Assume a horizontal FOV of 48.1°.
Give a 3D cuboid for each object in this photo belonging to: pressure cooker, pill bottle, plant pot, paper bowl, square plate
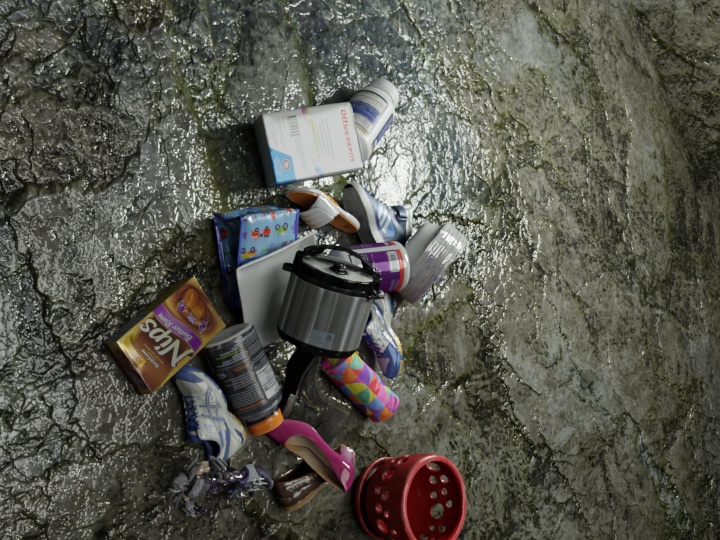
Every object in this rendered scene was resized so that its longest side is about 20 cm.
[{"bbox_3d":[-0.058,0.051,1.571,0.175,0.178,0.202,3,109,-46],"label":"pressure cooker"},{"bbox_3d":[0.000,0.000,1.754,0.198,0.112,0.114,-7,87,-23],"label":"pill bottle"},{"bbox_3d":[0.012,-0.347,1.849,0.111,0.110,0.201,50,53,-26],"label":"pill bottle"},{"bbox_3d":[-0.215,0.209,1.531,0.106,0.106,0.201,-31,105,-43],"label":"pill bottle"},{"bbox_3d":[0.097,0.494,1.730,0.199,0.182,0.202,10,76,-43],"label":"plant pot"},{"bbox_3d":[0.146,-0.029,1.869,0.104,0.201,0.201,39,53,0],"label":"paper bowl"},{"bbox_3d":[-0.165,0.043,1.610,0.197,0.028,0.201,-29,130,-37],"label":"square plate"}]

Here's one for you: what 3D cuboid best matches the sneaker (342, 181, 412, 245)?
[{"bbox_3d":[0.051,-0.139,1.862,0.146,0.080,0.201,-38,113,-34],"label":"sneaker"}]

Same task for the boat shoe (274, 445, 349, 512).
[{"bbox_3d":[-0.091,0.406,1.641,0.199,0.070,0.071,-30,105,-43],"label":"boat shoe"}]

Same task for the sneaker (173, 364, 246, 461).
[{"bbox_3d":[-0.286,0.267,1.473,0.088,0.075,0.201,-47,114,-38],"label":"sneaker"}]

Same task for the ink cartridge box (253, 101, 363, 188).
[{"bbox_3d":[-0.108,-0.262,1.690,0.198,0.085,0.146,-12,92,-20],"label":"ink cartridge box"}]

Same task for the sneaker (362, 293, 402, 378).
[{"bbox_3d":[0.032,0.147,1.807,0.088,0.075,0.202,-7,79,-36],"label":"sneaker"}]

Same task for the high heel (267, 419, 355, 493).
[{"bbox_3d":[-0.103,0.365,1.589,0.199,0.068,0.096,29,33,-11],"label":"high heel"}]

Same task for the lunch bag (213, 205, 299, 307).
[{"bbox_3d":[-0.204,-0.020,1.612,0.150,0.094,0.202,-14,108,-45],"label":"lunch bag"}]

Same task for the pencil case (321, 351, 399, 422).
[{"bbox_3d":[0.001,0.241,1.755,0.200,0.088,0.089,52,51,-26],"label":"pencil case"}]

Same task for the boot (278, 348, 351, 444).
[{"bbox_3d":[-0.083,0.254,1.672,0.174,0.069,0.201,33,82,-36],"label":"boot"}]

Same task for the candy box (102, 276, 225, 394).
[{"bbox_3d":[-0.348,0.115,1.454,0.200,0.056,0.117,-45,114,-38],"label":"candy box"}]

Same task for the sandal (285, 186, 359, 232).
[{"bbox_3d":[-0.077,-0.115,1.743,0.206,0.079,0.060,31,60,-39],"label":"sandal"}]

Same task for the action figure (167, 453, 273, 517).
[{"bbox_3d":[-0.260,0.383,1.455,0.199,0.130,0.070,10,42,-46],"label":"action figure"}]
